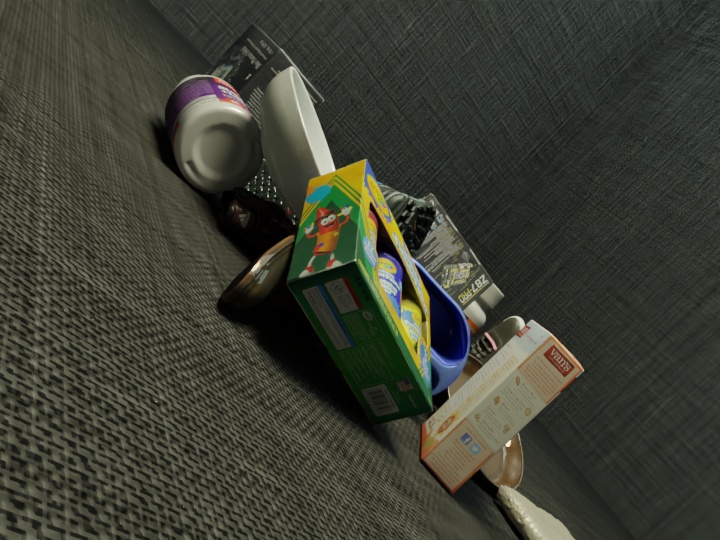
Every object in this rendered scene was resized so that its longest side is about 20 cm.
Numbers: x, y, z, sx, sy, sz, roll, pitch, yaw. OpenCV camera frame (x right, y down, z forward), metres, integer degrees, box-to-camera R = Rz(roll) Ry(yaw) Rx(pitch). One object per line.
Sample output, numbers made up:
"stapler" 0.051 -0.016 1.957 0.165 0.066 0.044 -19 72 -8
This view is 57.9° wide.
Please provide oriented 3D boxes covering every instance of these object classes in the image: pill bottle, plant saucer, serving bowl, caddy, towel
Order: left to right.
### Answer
"pill bottle" -0.199 -0.190 0.856 0.111 0.111 0.201 42 8 -36
"serving bowl" -0.076 -0.137 0.791 0.200 0.064 0.205 -18 91 -85
"caddy" 0.049 0.066 0.835 0.200 0.141 0.105 45 3 -5
"pill bottle" 0.144 0.081 1.111 0.110 0.200 0.110 44 6 -7
"plant saucer" 0.172 0.220 0.944 0.200 0.032 0.203 41 33 -33
"towel" 0.261 0.374 0.877 0.199 0.034 0.133 42 7 -38

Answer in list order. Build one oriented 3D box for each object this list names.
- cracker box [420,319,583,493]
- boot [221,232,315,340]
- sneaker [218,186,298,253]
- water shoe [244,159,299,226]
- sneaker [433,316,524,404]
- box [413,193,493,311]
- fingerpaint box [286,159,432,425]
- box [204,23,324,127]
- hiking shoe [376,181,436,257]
"cracker box" 0.158 0.153 0.764 0.058 0.200 0.134 45 6 3
"boot" -0.061 0.023 0.633 0.098 0.074 0.200 53 18 -3
"sneaker" -0.106 -0.033 0.764 0.199 0.076 0.115 39 5 36
"water shoe" -0.122 -0.078 0.987 0.202 0.071 0.079 53 -14 16
"sneaker" 0.174 0.141 1.039 0.098 0.201 0.071 27 23 -35
"box" 0.071 0.016 0.929 0.162 0.199 0.049 51 -12 -5
"fingerpaint box" 0.011 0.022 0.659 0.169 0.072 0.202 -84 152 -52
"box" -0.190 -0.286 1.100 0.117 0.200 0.197 41 7 -37
"hiking shoe" 0.038 -0.075 0.820 0.086 0.076 0.200 31 1 20
